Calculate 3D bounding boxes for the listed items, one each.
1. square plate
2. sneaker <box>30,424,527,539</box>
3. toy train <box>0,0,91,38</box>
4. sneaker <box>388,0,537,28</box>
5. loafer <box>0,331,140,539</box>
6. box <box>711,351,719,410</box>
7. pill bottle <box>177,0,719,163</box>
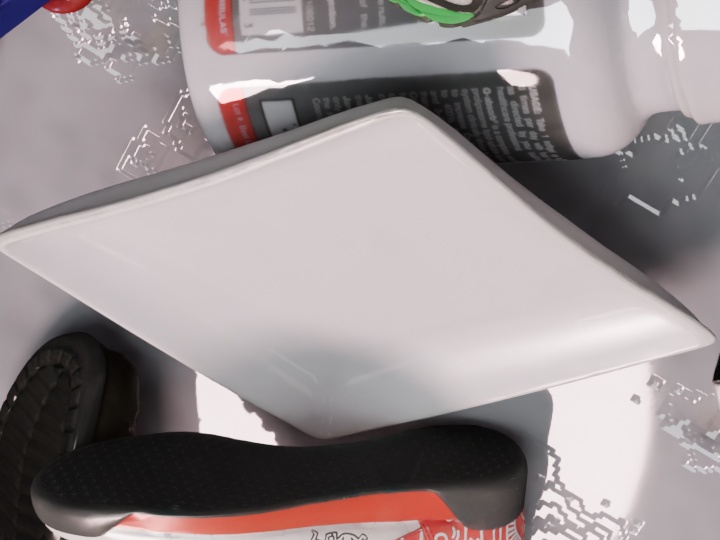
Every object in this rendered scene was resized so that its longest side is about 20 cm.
[{"bbox_3d":[0.000,0.000,1.014,0.198,0.028,0.200,-16,145,35],"label":"square plate"},{"bbox_3d":[-0.032,0.124,1.097,0.201,0.067,0.108,-2,118,-11],"label":"sneaker"},{"bbox_3d":[-0.152,-0.144,1.022,0.200,0.085,0.116,-32,89,35],"label":"toy train"},{"bbox_3d":[0.016,-0.166,0.907,0.078,0.200,0.085,-24,150,3],"label":"sneaker"},{"bbox_3d":[-0.116,0.119,1.152,0.071,0.073,0.200,-3,112,-31],"label":"loafer"},{"bbox_3d":[0.247,0.065,1.041,0.200,0.035,0.110,-12,110,19],"label":"box"},{"bbox_3d":[0.044,-0.095,0.978,0.200,0.116,0.116,-2,113,16],"label":"pill bottle"}]
